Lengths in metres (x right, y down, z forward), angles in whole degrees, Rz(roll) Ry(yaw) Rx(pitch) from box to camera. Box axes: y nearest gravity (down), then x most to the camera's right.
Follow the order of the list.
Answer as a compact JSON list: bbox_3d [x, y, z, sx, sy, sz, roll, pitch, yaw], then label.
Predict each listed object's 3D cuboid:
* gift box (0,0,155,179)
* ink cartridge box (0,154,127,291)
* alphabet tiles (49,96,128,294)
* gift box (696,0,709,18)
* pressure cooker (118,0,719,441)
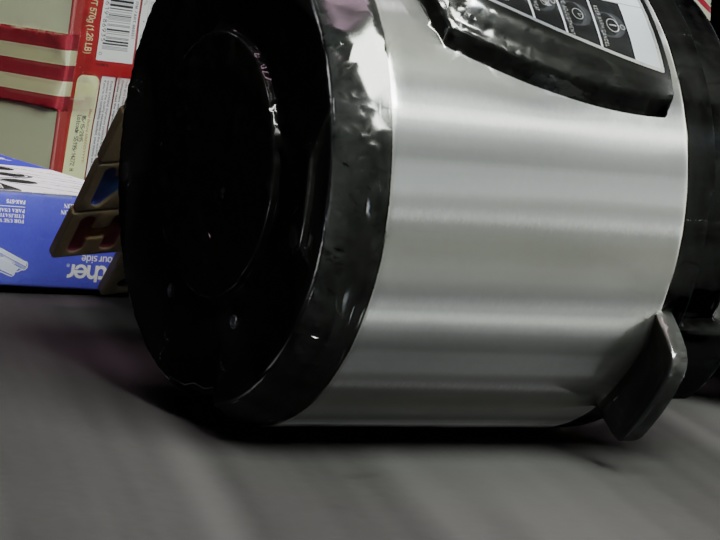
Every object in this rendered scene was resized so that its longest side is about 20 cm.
[{"bbox_3d":[-0.183,-0.128,1.321,0.186,0.185,0.200,15,5,39],"label":"gift box"},{"bbox_3d":[-0.183,-0.029,1.089,0.094,0.044,0.200,4,7,-32],"label":"ink cartridge box"},{"bbox_3d":[-0.034,-0.051,0.971,0.166,0.006,0.200,-6,-31,-31],"label":"alphabet tiles"},{"bbox_3d":[0.091,-0.177,1.376,0.199,0.185,0.187,-4,-22,-40],"label":"gift box"},{"bbox_3d":[0.034,-0.033,0.806,0.199,0.177,0.178,4,-2,-29],"label":"pressure cooker"}]
